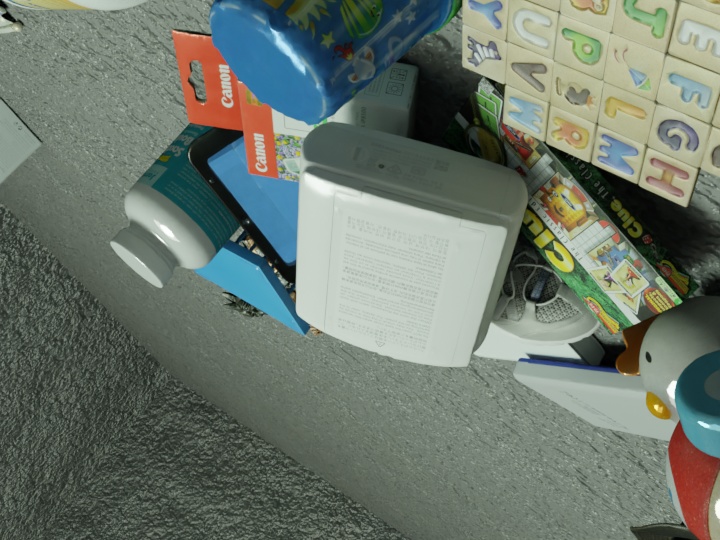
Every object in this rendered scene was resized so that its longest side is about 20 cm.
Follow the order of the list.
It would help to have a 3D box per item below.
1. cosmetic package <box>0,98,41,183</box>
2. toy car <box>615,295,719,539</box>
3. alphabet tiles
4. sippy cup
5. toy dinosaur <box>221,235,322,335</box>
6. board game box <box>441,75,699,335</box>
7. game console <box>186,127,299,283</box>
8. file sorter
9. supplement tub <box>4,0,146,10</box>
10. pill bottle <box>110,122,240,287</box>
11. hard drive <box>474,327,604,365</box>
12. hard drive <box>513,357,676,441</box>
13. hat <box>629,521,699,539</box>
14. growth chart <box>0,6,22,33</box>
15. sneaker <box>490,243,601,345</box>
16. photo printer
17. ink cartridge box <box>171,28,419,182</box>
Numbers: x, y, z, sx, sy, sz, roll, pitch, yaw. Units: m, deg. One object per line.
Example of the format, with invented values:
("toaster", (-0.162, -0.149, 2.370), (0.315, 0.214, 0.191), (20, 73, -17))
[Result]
("cosmetic package", (-0.759, -0.230, 1.743), (0.198, 0.201, 0.123), (18, 153, 46))
("toy car", (0.243, 0.085, 0.616), (0.200, 0.176, 0.186), (34, 156, 57))
("alphabet tiles", (0.140, -0.121, 0.510), (0.199, 0.006, 0.168), (30, 149, 26))
("sippy cup", (-0.021, -0.168, 0.560), (0.139, 0.131, 0.179), (25, 157, 34))
("toy dinosaur", (-0.118, 0.026, 1.288), (0.134, 0.102, 0.202), (-2, 116, 40))
("board game box", (0.142, -0.046, 0.645), (0.201, 0.023, 0.105), (50, 163, 6))
("game console", (-0.030, -0.069, 0.836), (0.175, 0.117, 0.201), (19, 154, 47))
("file sorter", (-0.124, -0.044, 1.067), (0.199, 0.123, 0.139), (27, 159, 35))
("supplement tub", (-0.213, -0.269, 0.672), (0.199, 0.145, 0.145), (19, 154, 47))
("pill bottle", (-0.168, -0.080, 0.942), (0.110, 0.201, 0.111), (33, 161, 13))
("hard drive", (0.140, 0.044, 0.920), (0.132, 0.026, 0.199), (45, 162, -17))
("hard drive", (0.251, 0.125, 0.849), (0.131, 0.026, 0.199), (31, 166, -22))
("hat", (0.379, 0.274, 0.916), (0.199, 0.082, 0.201), (26, 159, 11))
("growth chart", (-0.535, -0.393, 1.213), (0.144, 0.018, 0.201), (19, 153, 46))
("sneaker", (0.111, 0.006, 0.761), (0.198, 0.076, 0.082), (15, 162, 28))
("photo printer", (0.030, -0.007, 0.700), (0.164, 0.070, 0.201), (15, 140, 8))
("ink cartridge box", (-0.056, -0.123, 0.721), (0.197, 0.051, 0.110), (10, 146, 5))
